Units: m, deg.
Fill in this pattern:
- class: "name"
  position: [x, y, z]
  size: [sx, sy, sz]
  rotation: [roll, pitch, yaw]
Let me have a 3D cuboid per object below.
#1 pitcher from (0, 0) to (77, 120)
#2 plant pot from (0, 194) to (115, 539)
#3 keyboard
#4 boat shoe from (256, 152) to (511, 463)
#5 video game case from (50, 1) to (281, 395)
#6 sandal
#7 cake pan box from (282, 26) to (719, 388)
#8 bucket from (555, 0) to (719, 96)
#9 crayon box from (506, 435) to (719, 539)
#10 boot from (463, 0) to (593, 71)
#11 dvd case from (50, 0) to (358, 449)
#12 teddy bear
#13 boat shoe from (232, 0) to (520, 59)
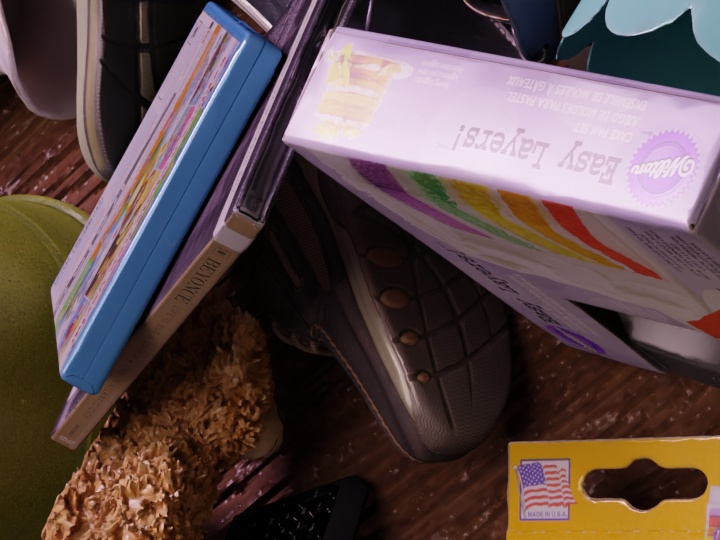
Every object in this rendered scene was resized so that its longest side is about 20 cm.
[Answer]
- class: "pitcher"
  position: [-0.208, -0.148, 1.327]
  size: [0.199, 0.121, 0.172]
  rotation: [1, 62, 29]
- class: "plant pot"
  position: [-0.222, 0.054, 1.242]
  size: [0.200, 0.193, 0.201]
  rotation: [-7, 79, 38]
- class: "keyboard"
  position: [-0.063, 0.155, 1.120]
  size: [0.104, 0.040, 0.200]
  rotation: [-27, 27, 32]
- class: "boat shoe"
  position: [0.000, 0.000, 1.155]
  size: [0.073, 0.074, 0.200]
  rotation: [-48, 47, 35]
- class: "video game case"
  position: [-0.080, -0.034, 1.129]
  size: [0.143, 0.018, 0.200]
  rotation: [-61, 10, 4]
- class: "sandal"
  position: [-0.098, -0.137, 1.250]
  size: [0.057, 0.080, 0.202]
  rotation: [11, 90, 54]
- class: "cake pan box"
  position: [0.100, -0.010, 0.986]
  size: [0.184, 0.200, 0.052]
  rotation: [18, 78, 42]
- class: "bucket"
  position: [0.178, -0.090, 0.929]
  size: [0.207, 0.207, 0.135]
  rotation: [24, 86, 39]
- class: "crayon box"
  position: [0.114, 0.162, 1.038]
  size: [0.125, 0.051, 0.201]
  rotation: [-4, 81, 39]
- class: "boot"
  position: [0.066, -0.105, 1.025]
  size: [0.097, 0.200, 0.075]
  rotation: [-35, 57, -19]
- class: "dvd case"
  position: [-0.055, -0.031, 1.092]
  size: [0.200, 0.016, 0.149]
  rotation: [-48, 17, 54]
- class: "teddy bear"
  position: [-0.089, 0.105, 1.154]
  size: [0.067, 0.145, 0.200]
  rotation: [28, 63, 2]
- class: "boat shoe"
  position: [0.001, -0.112, 1.140]
  size: [0.200, 0.075, 0.062]
  rotation: [41, 150, 23]
